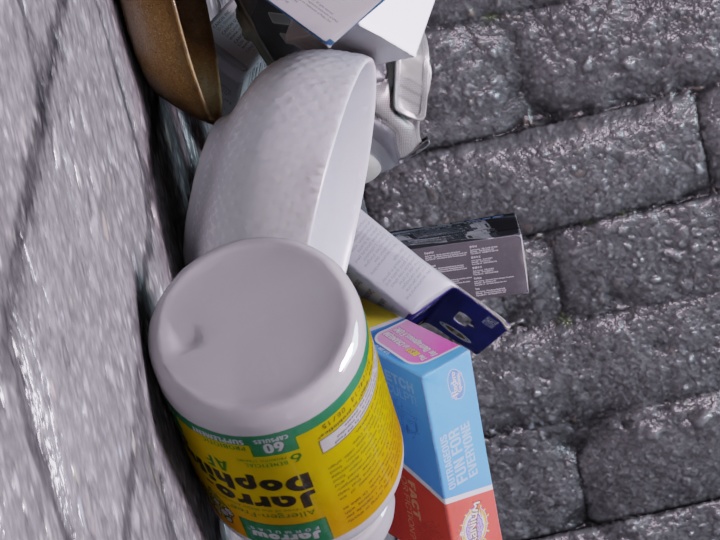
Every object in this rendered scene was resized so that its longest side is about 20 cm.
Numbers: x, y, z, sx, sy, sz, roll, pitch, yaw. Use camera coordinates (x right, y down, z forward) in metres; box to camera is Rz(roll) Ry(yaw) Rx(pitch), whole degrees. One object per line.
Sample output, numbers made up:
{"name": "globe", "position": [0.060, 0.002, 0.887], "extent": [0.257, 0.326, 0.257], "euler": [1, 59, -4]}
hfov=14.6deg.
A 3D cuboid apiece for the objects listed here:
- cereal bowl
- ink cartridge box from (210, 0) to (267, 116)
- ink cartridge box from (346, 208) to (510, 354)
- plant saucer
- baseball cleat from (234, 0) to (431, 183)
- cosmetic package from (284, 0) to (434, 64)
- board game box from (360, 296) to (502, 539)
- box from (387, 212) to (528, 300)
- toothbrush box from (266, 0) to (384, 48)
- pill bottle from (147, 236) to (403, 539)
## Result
{"name": "cereal bowl", "position": [-0.052, -0.036, 1.651], "extent": [0.200, 0.083, 0.200], "euler": [12, 90, -84]}
{"name": "ink cartridge box", "position": [-0.039, -0.170, 1.898], "extent": [0.045, 0.200, 0.176], "euler": [37, -23, 10]}
{"name": "ink cartridge box", "position": [0.000, 0.000, 1.864], "extent": [0.200, 0.041, 0.200], "euler": [37, -8, 2]}
{"name": "plant saucer", "position": [-0.122, -0.179, 1.661], "extent": [0.200, 0.035, 0.200], "euler": [-13, 90, -87]}
{"name": "baseball cleat", "position": [-0.021, -0.151, 1.760], "extent": [0.200, 0.106, 0.070], "euler": [61, 2, -28]}
{"name": "cosmetic package", "position": [0.025, -0.221, 1.689], "extent": [0.083, 0.051, 0.200], "euler": [-6, -119, 58]}
{"name": "board game box", "position": [0.005, 0.091, 1.828], "extent": [0.200, 0.040, 0.153], "euler": [26, -45, 48]}
{"name": "box", "position": [0.028, 0.000, 2.182], "extent": [0.158, 0.200, 0.050], "euler": [-70, 152, -83]}
{"name": "toothbrush box", "position": [-0.049, -0.250, 1.623], "extent": [0.146, 0.085, 0.200], "euler": [35, 29, -33]}
{"name": "pill bottle", "position": [-0.038, 0.080, 1.481], "extent": [0.200, 0.113, 0.113], "euler": [74, 5, -56]}
